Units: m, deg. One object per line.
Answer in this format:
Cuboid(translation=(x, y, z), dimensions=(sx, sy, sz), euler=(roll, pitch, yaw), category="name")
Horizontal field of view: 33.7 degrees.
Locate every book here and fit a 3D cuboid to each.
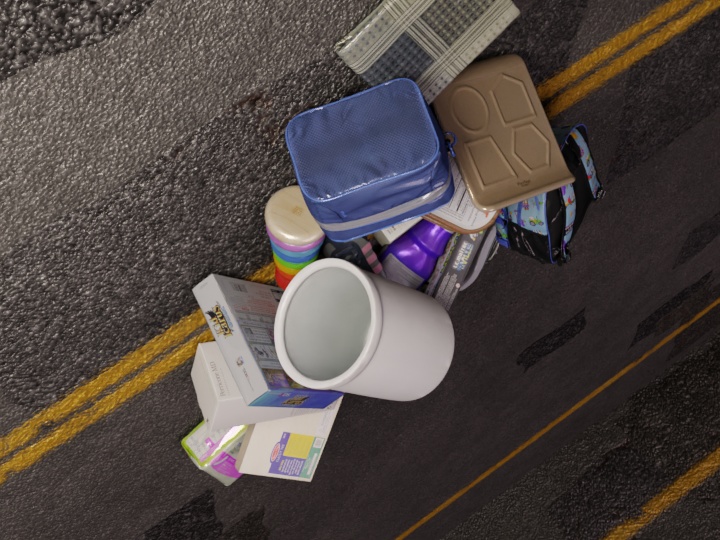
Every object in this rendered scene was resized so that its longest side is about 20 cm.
Cuboid(translation=(0.104, -0.111, 1.688), dimensions=(0.200, 0.048, 0.134), euler=(-38, -177, -3), category="book")

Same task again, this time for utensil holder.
Cuboid(translation=(0.009, 0.087, 1.607), dimensions=(0.170, 0.170, 0.200), euler=(-48, 145, 17), category="utensil holder")

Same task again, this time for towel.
Cuboid(translation=(0.082, -0.292, 1.425), dimensions=(0.200, 0.035, 0.192), euler=(-43, 145, 11), category="towel")

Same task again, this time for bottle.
Cuboid(translation=(0.069, -0.011, 1.831), dimensions=(0.200, 0.083, 0.065), euler=(-49, -166, 17), category="bottle")

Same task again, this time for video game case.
Cuboid(translation=(-0.124, 0.101, 1.621), dimensions=(0.045, 0.182, 0.200), euler=(-37, 157, 19), category="video game case")

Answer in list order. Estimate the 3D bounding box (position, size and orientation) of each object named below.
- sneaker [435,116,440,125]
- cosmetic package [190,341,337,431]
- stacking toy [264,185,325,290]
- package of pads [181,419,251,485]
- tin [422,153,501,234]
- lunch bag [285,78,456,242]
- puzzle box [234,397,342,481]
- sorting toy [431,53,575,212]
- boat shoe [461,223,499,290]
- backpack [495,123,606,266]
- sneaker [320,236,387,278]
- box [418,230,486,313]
Cuboid(translation=(0.117, -0.185, 1.644), dimensions=(0.200, 0.075, 0.085), euler=(-38, -179, -16), category="sneaker")
Cuboid(translation=(-0.136, 0.156, 1.734), dimensions=(0.199, 0.108, 0.085), euler=(-7, 144, -26), category="cosmetic package")
Cuboid(translation=(-0.089, -0.030, 1.595), dimensions=(0.085, 0.085, 0.200), euler=(-31, 161, -20), category="stacking toy")
Cuboid(translation=(-0.182, 0.252, 1.933), dimensions=(0.200, 0.068, 0.155), euler=(-41, 156, -5), category="package of pads")
Cuboid(translation=(0.108, -0.118, 1.574), dimensions=(0.200, 0.042, 0.112), euler=(23, 94, -31), category="tin")
Cuboid(translation=(0.022, -0.131, 1.449), dimensions=(0.199, 0.136, 0.132), euler=(-18, 154, 5), category="lunch bag")
Cuboid(translation=(-0.107, 0.233, 1.870), dimensions=(0.133, 0.025, 0.201), euler=(14, 104, -30), category="puzzle box")
Cuboid(translation=(0.179, -0.183, 1.574), dimensions=(0.185, 0.201, 0.036), euler=(-20, 173, -37), category="sorting toy")
Cuboid(translation=(0.204, -0.045, 1.977), dimensions=(0.071, 0.072, 0.200), euler=(-8, 138, -43), category="boat shoe")
Cuboid(translation=(0.283, -0.134, 1.830), dimensions=(0.183, 0.134, 0.200), euler=(-58, 151, -24), category="backpack")
Cuboid(translation=(0.000, 0.000, 1.713), dimensions=(0.070, 0.082, 0.200), euler=(-33, 140, 6), category="sneaker")
Cuboid(translation=(0.140, -0.013, 1.830), dimensions=(0.201, 0.035, 0.110), euler=(-65, -170, -6), category="box")
